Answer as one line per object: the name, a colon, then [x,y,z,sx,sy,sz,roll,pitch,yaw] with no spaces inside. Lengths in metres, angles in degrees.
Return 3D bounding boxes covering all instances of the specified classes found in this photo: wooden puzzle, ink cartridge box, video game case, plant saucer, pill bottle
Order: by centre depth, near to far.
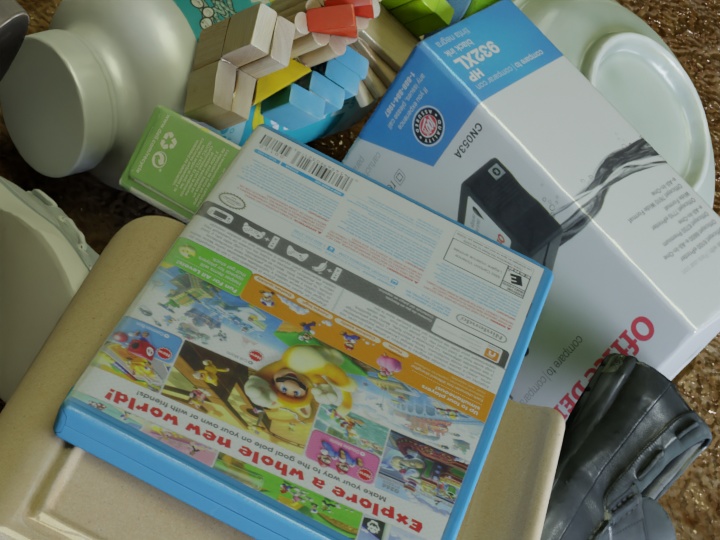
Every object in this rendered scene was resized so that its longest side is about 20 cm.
wooden puzzle: [-0.031,0.076,0.653,0.198,0.037,0.186,24,38,-1]
video game case: [-0.012,0.028,0.675,0.142,0.018,0.200,27,38,1]
ink cartridge box: [0.000,0.000,0.831,0.199,0.048,0.145,29,1,24]
pill bottle: [-0.086,-0.105,0.914,0.199,0.111,0.111,-23,68,-42]
ink cartridge box: [0.088,-0.014,0.922,0.200,0.145,0.083,48,45,12]
plant saucer: [0.155,-0.083,1.045,0.199,0.050,0.202,17,63,-37]

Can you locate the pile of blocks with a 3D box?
pile of blocks: [-0.002,-0.120,0.875,0.200,0.062,0.083,-43,109,-40]

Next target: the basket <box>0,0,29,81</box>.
basket: [-0.259,-0.132,0.785,0.200,0.180,0.136,39,52,-4]

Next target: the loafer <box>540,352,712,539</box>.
loafer: [0.104,0.110,0.768,0.070,0.068,0.201,30,40,9]

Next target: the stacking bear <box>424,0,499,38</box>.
stacking bear: [0.059,-0.186,1.086,0.199,0.122,0.114,4,49,-39]

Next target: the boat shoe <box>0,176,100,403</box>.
boat shoe: [-0.137,0.009,0.776,0.068,0.073,0.200,11,12,-35]
